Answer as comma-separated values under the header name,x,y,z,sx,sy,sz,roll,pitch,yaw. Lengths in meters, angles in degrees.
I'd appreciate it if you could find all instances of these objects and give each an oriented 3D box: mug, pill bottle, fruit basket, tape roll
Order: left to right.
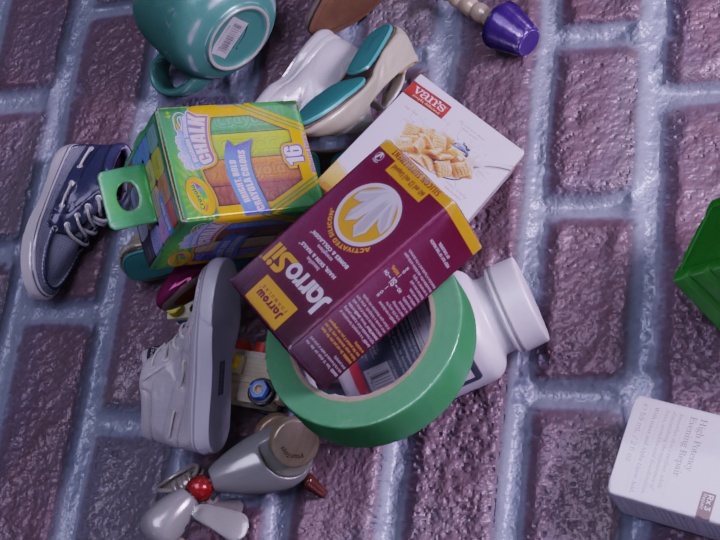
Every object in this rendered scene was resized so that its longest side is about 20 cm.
name,x,y,z,sx,sy,sz,roll,pitch,yaw
mug,-0.173,-0.290,1.719,0.151,0.186,0.114,-32,58,-23
tape roll,0.009,0.065,1.381,0.199,0.048,0.202,-12,56,18
pill bottle,0.079,0.069,1.451,0.199,0.120,0.120,-25,59,9
fruit basket,0.407,0.020,1.323,0.214,0.216,0.156,22,76,29

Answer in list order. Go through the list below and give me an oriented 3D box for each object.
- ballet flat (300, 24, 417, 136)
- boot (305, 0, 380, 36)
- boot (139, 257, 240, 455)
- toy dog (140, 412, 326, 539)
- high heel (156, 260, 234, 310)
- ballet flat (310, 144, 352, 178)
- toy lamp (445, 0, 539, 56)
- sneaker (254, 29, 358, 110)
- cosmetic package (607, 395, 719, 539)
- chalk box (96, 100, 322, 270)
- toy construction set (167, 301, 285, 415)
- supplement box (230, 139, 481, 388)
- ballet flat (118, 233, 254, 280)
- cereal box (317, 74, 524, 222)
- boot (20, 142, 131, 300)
name,x,y,z,sx,sy,sz,roll,pitch,yaw
ballet flat,0.002,-0.192,1.600,0.069,0.070,0.200,18,50,28
boot,-0.020,-0.380,1.740,0.200,0.070,0.146,-42,52,-2
boot,-0.180,0.083,1.487,0.095,0.073,0.202,7,93,20
toy dog,-0.114,0.225,1.474,0.199,0.132,0.097,-32,97,10
high heel,-0.163,-0.046,1.555,0.096,0.068,0.200,42,64,11
ballet flat,-0.029,-0.100,1.607,0.198,0.069,0.070,-6,64,25
toy lamp,0.119,-0.301,1.645,0.058,0.058,0.200,-48,59,-5
sneaker,-0.062,-0.178,1.658,0.088,0.075,0.201,32,79,19
cosmetic package,0.334,0.190,1.318,0.199,0.074,0.102,11,71,27
chalk box,-0.157,-0.083,1.452,0.199,0.124,0.125,-8,72,-28
toy construction set,-0.121,0.079,1.551,0.199,0.092,0.132,1,66,34
supplement box,-0.004,-0.006,1.346,0.200,0.086,0.110,-42,53,-3
ballet flat,-0.176,-0.034,1.636,0.198,0.068,0.063,-6,32,13
cereal box,0.060,-0.098,1.510,0.144,0.040,0.200,37,57,6
boot,-0.327,-0.062,1.703,0.090,0.073,0.202,-3,64,27
